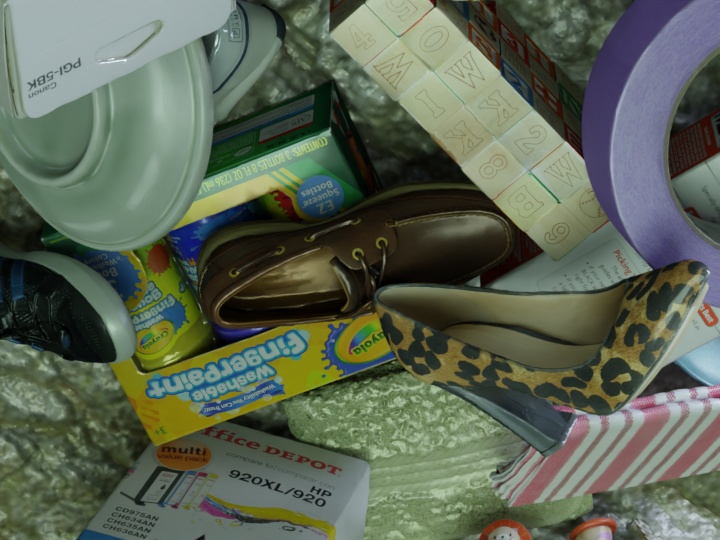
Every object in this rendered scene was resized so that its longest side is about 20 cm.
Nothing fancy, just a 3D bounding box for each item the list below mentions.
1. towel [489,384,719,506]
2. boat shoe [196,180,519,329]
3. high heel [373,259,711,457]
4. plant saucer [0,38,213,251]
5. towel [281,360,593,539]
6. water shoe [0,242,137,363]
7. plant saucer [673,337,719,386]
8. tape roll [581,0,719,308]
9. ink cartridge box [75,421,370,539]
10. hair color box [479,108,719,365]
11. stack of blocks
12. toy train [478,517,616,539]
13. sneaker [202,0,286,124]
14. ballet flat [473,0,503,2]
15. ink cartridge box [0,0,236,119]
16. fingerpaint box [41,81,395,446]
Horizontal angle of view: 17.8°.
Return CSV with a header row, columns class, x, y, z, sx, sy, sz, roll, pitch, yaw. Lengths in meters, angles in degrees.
class,x,y,z,sx,sy,sz,roll,pitch,yaw
towel,0.192,0.102,1.474,0.199,0.030,0.146,-8,159,-16
boat shoe,0.000,0.000,1.379,0.199,0.068,0.072,-11,117,3
high heel,0.097,0.021,1.297,0.142,0.072,0.200,35,138,-7
plant saucer,-0.171,-0.105,1.346,0.199,0.050,0.201,15,113,40
towel,0.054,0.121,1.547,0.199,0.037,0.149,-9,118,6
water shoe,-0.224,0.028,1.421,0.199,0.079,0.072,19,139,35
plant saucer,0.277,-0.006,1.473,0.199,0.036,0.201,0,120,0
tape roll,0.229,-0.080,1.308,0.199,0.066,0.201,-3,108,-8
ink cartridge box,-0.097,0.212,1.488,0.146,0.200,0.145,16,121,12
hair color box,0.185,-0.009,1.417,0.199,0.064,0.111,-29,113,17
stack of blocks,0.070,-0.113,1.370,0.058,0.115,0.200,-39,112,19
toy train,0.103,0.208,1.572,0.199,0.056,0.150,3,156,-18
sneaker,-0.119,-0.098,1.398,0.071,0.073,0.200,3,154,-45
ballet flat,0.133,-0.173,1.328,0.199,0.066,0.057,-9,91,-24
ink cartridge box,-0.180,-0.191,1.235,0.146,0.200,0.083,-30,145,-26
fingerpaint box,-0.075,-0.001,1.457,0.199,0.073,0.167,-20,117,11
